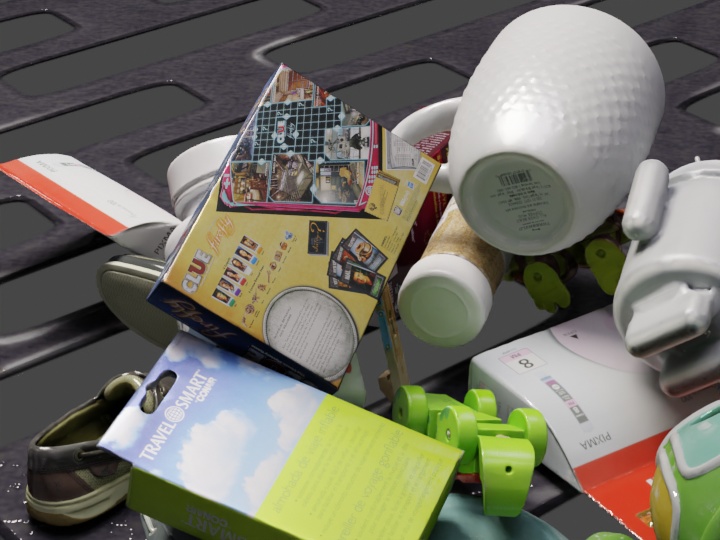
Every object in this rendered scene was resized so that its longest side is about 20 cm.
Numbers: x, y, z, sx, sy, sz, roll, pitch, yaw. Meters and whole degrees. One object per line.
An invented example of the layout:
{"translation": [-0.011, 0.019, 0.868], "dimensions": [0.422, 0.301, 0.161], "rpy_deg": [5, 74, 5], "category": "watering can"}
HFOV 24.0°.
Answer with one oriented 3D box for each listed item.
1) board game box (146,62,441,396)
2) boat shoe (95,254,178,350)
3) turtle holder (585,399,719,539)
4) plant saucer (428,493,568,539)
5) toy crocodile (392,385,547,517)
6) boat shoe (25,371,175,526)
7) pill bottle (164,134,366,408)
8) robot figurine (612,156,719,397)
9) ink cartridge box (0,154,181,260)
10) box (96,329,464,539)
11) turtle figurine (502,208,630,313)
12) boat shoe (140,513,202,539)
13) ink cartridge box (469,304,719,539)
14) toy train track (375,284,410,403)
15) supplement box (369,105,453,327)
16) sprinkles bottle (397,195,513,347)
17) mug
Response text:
{"translation": [-0.040, -0.028, 1.138], "dimensions": [0.135, 0.035, 0.200], "rpy_deg": [32, 56, -9], "category": "board game box"}
{"translation": [-0.106, 0.029, 1.303], "dimensions": [0.199, 0.072, 0.068], "rpy_deg": [16, 38, 11], "category": "boat shoe"}
{"translation": [0.238, 0.158, 1.051], "dimensions": [0.186, 0.141, 0.132], "rpy_deg": [-49, 38, 6], "category": "turtle holder"}
{"translation": [0.059, 0.197, 1.059], "dimensions": [0.199, 0.036, 0.200], "rpy_deg": [1, 31, 0], "category": "plant saucer"}
{"translation": [0.070, 0.116, 1.147], "dimensions": [0.067, 0.062, 0.200], "rpy_deg": [4, 5, -20], "category": "toy crocodile"}
{"translation": [-0.155, 0.104, 1.182], "dimensions": [0.072, 0.066, 0.201], "rpy_deg": [20, 36, 30], "category": "boat shoe"}
{"translation": [-0.074, 0.013, 1.196], "dimensions": [0.119, 0.120, 0.200], "rpy_deg": [-8, 69, -15], "category": "pill bottle"}
{"translation": [0.246, -0.002, 1.206], "dimensions": [0.113, 0.170, 0.200], "rpy_deg": [-24, 26, 37], "category": "robot figurine"}
{"translation": [-0.215, -0.059, 1.359], "dimensions": [0.162, 0.200, 0.057], "rpy_deg": [29, 82, 39], "category": "ink cartridge box"}
{"translation": [-0.049, 0.123, 1.048], "dimensions": [0.200, 0.048, 0.122], "rpy_deg": [22, 42, 9], "category": "box"}
{"translation": [0.192, -0.020, 1.336], "dimensions": [0.199, 0.065, 0.161], "rpy_deg": [-5, 12, 18], "category": "turtle figurine"}
{"translation": [-0.094, 0.197, 1.052], "dimensions": [0.062, 0.073, 0.200], "rpy_deg": [-41, 39, 13], "category": "boat shoe"}
{"translation": [0.199, 0.100, 1.201], "dimensions": [0.162, 0.057, 0.200], "rpy_deg": [-18, 31, -29], "category": "ink cartridge box"}
{"translation": [0.000, 0.000, 1.246], "dimensions": [0.032, 0.201, 0.115], "rpy_deg": [-11, 7, 18], "category": "toy train track"}
{"translation": [0.037, -0.048, 1.397], "dimensions": [0.061, 0.109, 0.200], "rpy_deg": [9, 32, 27], "category": "supplement box"}
{"translation": [0.087, -0.019, 1.326], "dimensions": [0.068, 0.068, 0.200], "rpy_deg": [9, 32, 15], "category": "sprinkles bottle"}
{"translation": [0.116, -0.097, 1.281], "dimensions": [0.199, 0.148, 0.175], "rpy_deg": [2, 34, 22], "category": "mug"}
